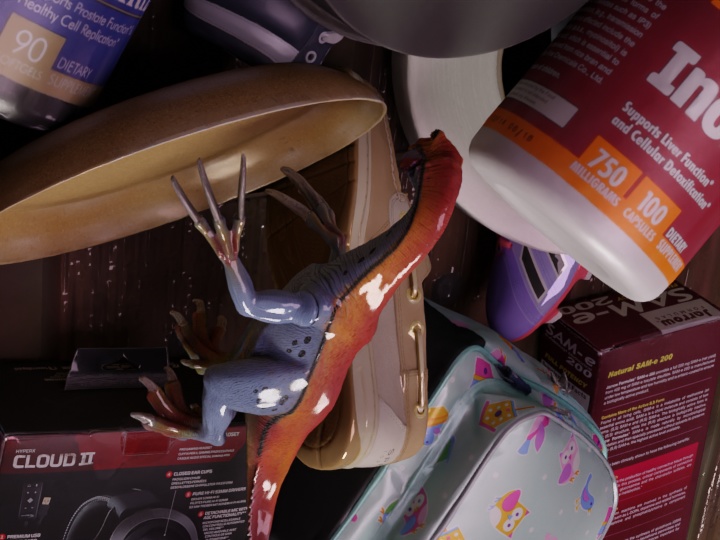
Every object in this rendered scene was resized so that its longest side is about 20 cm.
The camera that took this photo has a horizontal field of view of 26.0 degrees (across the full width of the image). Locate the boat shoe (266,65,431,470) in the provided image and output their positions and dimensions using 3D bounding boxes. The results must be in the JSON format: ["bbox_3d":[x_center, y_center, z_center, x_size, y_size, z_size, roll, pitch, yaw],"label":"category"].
[{"bbox_3d":[0.000,0.000,0.777,0.069,0.074,0.201,10,75,-40],"label":"boat shoe"}]

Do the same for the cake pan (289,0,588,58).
[{"bbox_3d":[0.049,-0.171,0.640,0.199,0.037,0.201,-15,133,-17],"label":"cake pan"}]

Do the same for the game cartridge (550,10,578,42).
[{"bbox_3d":[0.195,-0.098,0.795,0.199,0.040,0.134,-7,100,-12],"label":"game cartridge"}]

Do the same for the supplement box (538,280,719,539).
[{"bbox_3d":[0.163,0.114,1.002,0.108,0.061,0.201,-12,122,-30],"label":"supplement box"}]

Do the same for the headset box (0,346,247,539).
[{"bbox_3d":[-0.139,0.131,0.794,0.148,0.077,0.201,0,114,-35],"label":"headset box"}]

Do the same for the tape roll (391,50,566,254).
[{"bbox_3d":[0.117,-0.108,0.811,0.202,0.037,0.204,-3,102,-12],"label":"tape roll"}]

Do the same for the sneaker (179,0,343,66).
[{"bbox_3d":[0.011,-0.133,0.734,0.199,0.070,0.109,9,110,-16],"label":"sneaker"}]

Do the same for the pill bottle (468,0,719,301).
[{"bbox_3d":[0.151,-0.094,0.709,0.200,0.113,0.113,-51,131,1],"label":"pill bottle"}]

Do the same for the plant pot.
[{"bbox_3d":[-0.086,-0.048,0.682,0.199,0.200,0.028,-19,86,-25],"label":"plant pot"}]

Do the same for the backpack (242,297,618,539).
[{"bbox_3d":[0.052,0.121,0.867,0.176,0.153,0.200,-58,145,2],"label":"backpack"}]

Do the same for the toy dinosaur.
[{"bbox_3d":[-0.013,0.019,0.701,0.201,0.181,0.105,60,35,-18],"label":"toy dinosaur"}]

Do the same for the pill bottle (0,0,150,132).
[{"bbox_3d":[-0.116,-0.166,0.620,0.112,0.112,0.201,23,101,-40],"label":"pill bottle"}]

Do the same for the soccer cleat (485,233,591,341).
[{"bbox_3d":[0.108,-0.058,0.873,0.076,0.067,0.201,22,101,-24],"label":"soccer cleat"}]
